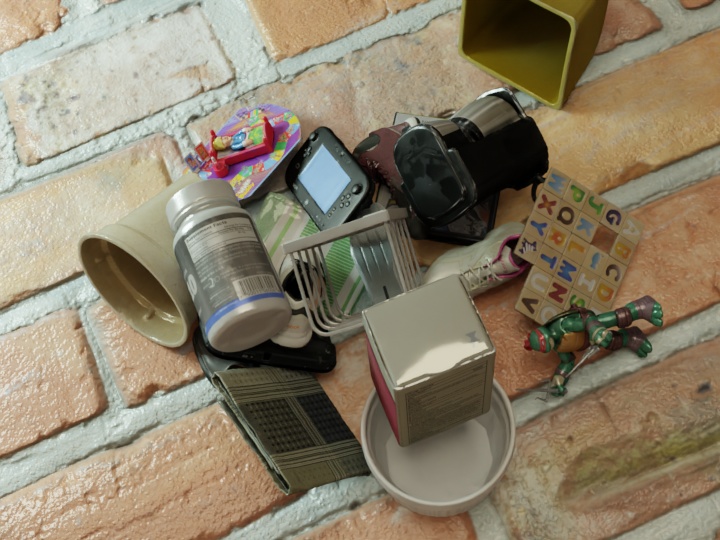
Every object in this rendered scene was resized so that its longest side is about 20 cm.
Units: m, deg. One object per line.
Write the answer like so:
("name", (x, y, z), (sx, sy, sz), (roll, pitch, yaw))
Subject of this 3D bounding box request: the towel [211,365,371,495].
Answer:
("towel", (-0.089, 0.202, 1.523), (0.035, 0.199, 0.193), (-47, 64, 24))

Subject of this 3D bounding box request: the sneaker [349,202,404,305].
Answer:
("sneaker", (0.033, 0.005, 1.659), (0.072, 0.071, 0.203), (-15, 70, 10))

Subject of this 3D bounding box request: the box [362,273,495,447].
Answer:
("box", (0.081, 0.111, 1.411), (0.126, 0.201, 0.110), (-21, 63, -7))

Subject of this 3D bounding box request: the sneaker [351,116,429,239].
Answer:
("sneaker", (0.041, -0.125, 1.709), (0.114, 0.076, 0.202), (-8, 56, 11))

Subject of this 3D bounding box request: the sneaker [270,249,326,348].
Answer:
("sneaker", (-0.078, 0.018, 1.600), (0.073, 0.081, 0.201), (11, 33, -5))

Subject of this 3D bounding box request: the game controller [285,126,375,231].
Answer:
("game controller", (-0.047, -0.128, 1.696), (0.104, 0.042, 0.200), (-45, 40, 7))

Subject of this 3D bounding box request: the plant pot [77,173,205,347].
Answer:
("plant pot", (-0.260, -0.030, 1.650), (0.199, 0.202, 0.184), (30, 58, 19))

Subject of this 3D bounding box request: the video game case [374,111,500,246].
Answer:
("video game case", (0.120, -0.137, 1.752), (0.178, 0.026, 0.203), (9, 64, 9))

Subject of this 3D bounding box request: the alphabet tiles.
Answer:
("alphabet tiles", (0.290, -0.014, 1.624), (0.166, 0.008, 0.202), (29, 78, -16))

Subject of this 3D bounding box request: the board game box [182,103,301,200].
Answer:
("board game box", (-0.184, -0.188, 1.764), (0.157, 0.039, 0.201), (25, 67, 40))

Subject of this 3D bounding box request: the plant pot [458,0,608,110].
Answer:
("plant pot", (0.284, -0.411, 1.794), (0.194, 0.195, 0.200), (32, 63, 19))

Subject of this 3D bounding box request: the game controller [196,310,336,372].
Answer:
("game controller", (-0.125, 0.086, 1.595), (0.198, 0.042, 0.105), (11, 30, -29))

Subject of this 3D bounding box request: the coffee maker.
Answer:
("coffee maker", (0.166, -0.139, 1.621), (0.192, 0.135, 0.199), (42, 44, 17))

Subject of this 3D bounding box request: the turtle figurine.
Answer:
("turtle figurine", (0.295, 0.093, 1.554), (0.197, 0.150, 0.102), (-13, 67, -17))

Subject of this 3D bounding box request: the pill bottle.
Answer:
("pill bottle", (-0.173, -0.009, 1.510), (0.112, 0.114, 0.202), (-22, 67, -7))

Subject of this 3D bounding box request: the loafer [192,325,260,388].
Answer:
("loafer", (-0.167, 0.140, 1.607), (0.072, 0.073, 0.200), (-37, 65, -13))

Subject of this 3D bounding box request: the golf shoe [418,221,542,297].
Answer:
("golf shoe", (0.167, -0.004, 1.636), (0.199, 0.091, 0.076), (-33, 102, -11))

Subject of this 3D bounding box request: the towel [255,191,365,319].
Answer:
("towel", (-0.077, -0.020, 1.710), (0.198, 0.023, 0.154), (22, 67, 15))

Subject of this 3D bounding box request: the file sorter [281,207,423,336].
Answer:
("file sorter", (0.000, 0.000, 1.513), (0.137, 0.200, 0.126), (-17, 91, 10))

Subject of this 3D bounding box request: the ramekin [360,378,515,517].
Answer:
("ramekin", (0.100, 0.220, 1.526), (0.197, 0.105, 0.203), (-2, 63, 3))
